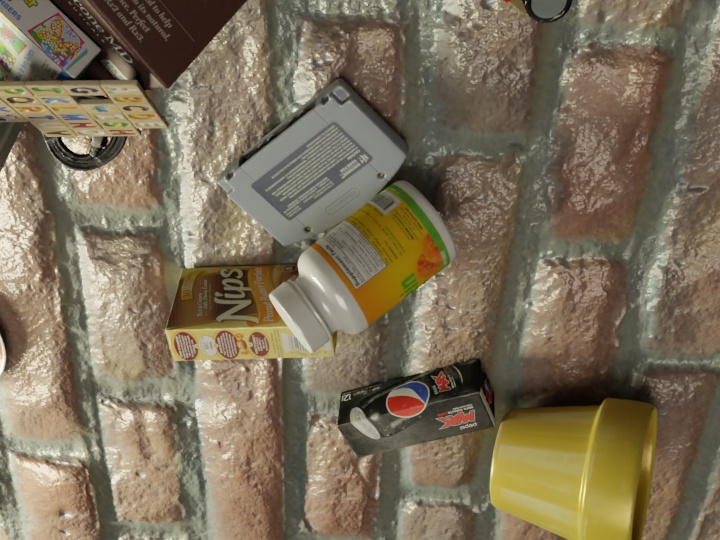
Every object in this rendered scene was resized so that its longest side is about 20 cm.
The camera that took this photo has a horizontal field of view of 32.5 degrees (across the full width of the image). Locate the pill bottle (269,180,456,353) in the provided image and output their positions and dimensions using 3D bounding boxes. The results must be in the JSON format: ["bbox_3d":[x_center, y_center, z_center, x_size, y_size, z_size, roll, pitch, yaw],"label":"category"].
[{"bbox_3d":[0.000,0.000,1.384,0.199,0.111,0.112,-37,124,-9],"label":"pill bottle"}]

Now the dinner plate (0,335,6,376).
[{"bbox_3d":[-0.560,0.089,1.620,0.197,0.024,0.202,2,130,3],"label":"dinner plate"}]

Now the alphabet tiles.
[{"bbox_3d":[-0.275,-0.151,1.172,0.165,0.008,0.200,-1,173,1],"label":"alphabet tiles"}]

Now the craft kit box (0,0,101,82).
[{"bbox_3d":[-0.345,-0.235,1.151,0.197,0.049,0.200,41,161,-15],"label":"craft kit box"}]

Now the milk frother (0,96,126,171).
[{"bbox_3d":[-0.366,-0.140,1.305,0.197,0.190,0.182,8,139,3],"label":"milk frother"}]

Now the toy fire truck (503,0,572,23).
[{"bbox_3d":[0.155,-0.341,1.113,0.199,0.129,0.176,33,119,-29],"label":"toy fire truck"}]

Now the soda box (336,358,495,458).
[{"bbox_3d":[0.072,0.181,1.610,0.198,0.064,0.071,-16,126,17],"label":"soda box"}]

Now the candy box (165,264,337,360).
[{"bbox_3d":[-0.125,0.049,1.487,0.197,0.116,0.056,-1,129,6],"label":"candy box"}]

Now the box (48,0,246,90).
[{"bbox_3d":[-0.223,-0.280,1.147,0.199,0.165,0.166,9,145,55],"label":"box"}]

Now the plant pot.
[{"bbox_3d":[0.271,0.257,1.582,0.187,0.202,0.202,8,131,20],"label":"plant pot"}]

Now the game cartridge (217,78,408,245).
[{"bbox_3d":[-0.049,-0.115,1.401,0.199,0.042,0.133,-34,123,28],"label":"game cartridge"}]
